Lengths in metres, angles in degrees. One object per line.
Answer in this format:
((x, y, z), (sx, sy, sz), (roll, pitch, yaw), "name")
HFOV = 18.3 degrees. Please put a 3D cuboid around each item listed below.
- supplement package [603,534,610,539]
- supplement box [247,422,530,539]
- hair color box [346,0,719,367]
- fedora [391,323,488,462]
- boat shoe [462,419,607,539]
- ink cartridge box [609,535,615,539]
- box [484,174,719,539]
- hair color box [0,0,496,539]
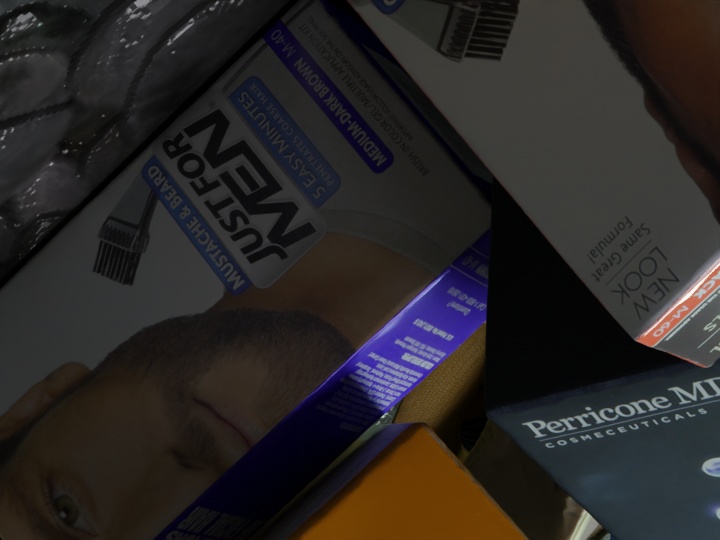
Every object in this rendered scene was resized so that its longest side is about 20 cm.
((0.053, 0.175, 1.191), (0.156, 0.111, 0.200), (-13, 146, -46), "supplement package")
((-0.014, 0.121, 0.780), (0.126, 0.074, 0.200), (-43, -178, -8), "supplement box")
((0.062, -0.085, 0.609), (0.111, 0.200, 0.064), (-45, 156, 14), "hair color box")
((0.069, 0.010, 0.947), (0.200, 0.082, 0.201), (-32, 156, -16), "fedora")
((0.091, 0.053, 0.874), (0.066, 0.074, 0.200), (-33, 160, -55), "boat shoe")
((0.215, 0.111, 0.915), (0.084, 0.200, 0.145), (71, 34, -41), "ink cartridge box")
((0.151, 0.030, 0.703), (0.148, 0.107, 0.200), (-16, 141, 28), "box")
((-0.046, 0.017, 0.754), (0.200, 0.109, 0.065), (-44, 157, 11), "hair color box")
